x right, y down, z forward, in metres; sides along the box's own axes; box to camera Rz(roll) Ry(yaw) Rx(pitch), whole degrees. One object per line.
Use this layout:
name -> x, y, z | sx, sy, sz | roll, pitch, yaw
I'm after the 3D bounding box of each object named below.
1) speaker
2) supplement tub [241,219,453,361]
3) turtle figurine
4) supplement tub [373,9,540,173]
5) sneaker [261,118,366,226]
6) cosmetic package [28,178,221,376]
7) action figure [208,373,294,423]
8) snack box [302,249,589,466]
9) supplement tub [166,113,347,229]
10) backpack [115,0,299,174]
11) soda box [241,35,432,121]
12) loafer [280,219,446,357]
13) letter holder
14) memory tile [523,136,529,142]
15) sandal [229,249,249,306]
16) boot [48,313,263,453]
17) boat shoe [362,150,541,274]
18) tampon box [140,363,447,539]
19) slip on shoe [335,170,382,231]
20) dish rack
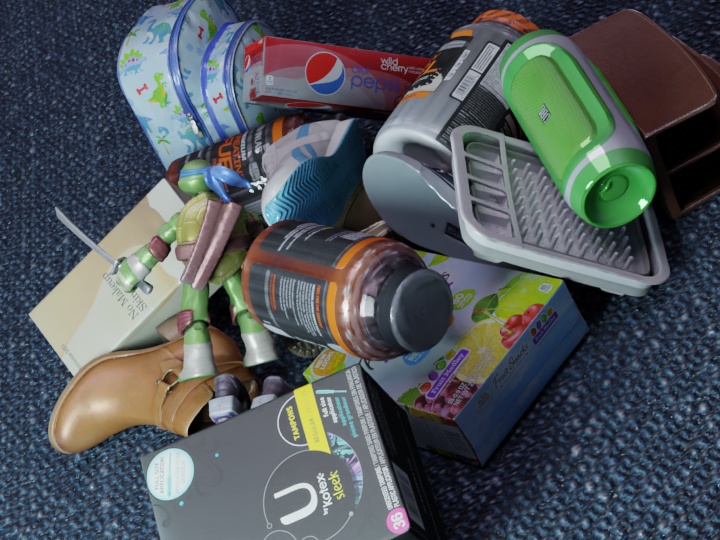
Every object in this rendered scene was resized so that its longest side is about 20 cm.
speaker -> 0.192, -0.129, 1.655 | 0.088, 0.089, 0.201 | -28, 46, 4
supplement tub -> -0.010, 0.019, 1.613 | 0.107, 0.107, 0.199 | -46, 34, -22
turtle figurine -> -0.153, 0.002, 1.740 | 0.199, 0.196, 0.143 | -15, -4, 33
supplement tub -> 0.108, -0.158, 1.830 | 0.122, 0.123, 0.201 | 2, 45, 40
sneaker -> -0.059, -0.085, 1.782 | 0.080, 0.077, 0.200 | -4, 21, 21
cosmetic package -> -0.225, 0.017, 1.864 | 0.200, 0.071, 0.105 | -45, 66, 5
action figure -> -0.105, 0.182, 1.637 | 0.129, 0.070, 0.201 | -8, 43, 20
snack box -> 0.073, 0.072, 1.635 | 0.199, 0.068, 0.169 | 10, 52, 48
supplement tub -> -0.097, -0.098, 1.944 | 0.198, 0.107, 0.107 | -20, 34, 17
backpack -> -0.163, -0.205, 2.057 | 0.146, 0.201, 0.184 | -13, 35, 30
soda box -> -0.021, -0.199, 1.951 | 0.070, 0.198, 0.064 | 171, 102, -66
loafer -> 0.000, 0.000, 1.778 | 0.199, 0.076, 0.068 | -35, 29, -1
letter holder -> 0.298, -0.165, 1.728 | 0.141, 0.101, 0.200 | -28, 37, 0
memory tile -> 0.168, -0.095, 1.825 | 0.152, 0.017, 0.201 | -24, 33, 11
sandal -> -0.086, -0.005, 1.815 | 0.081, 0.054, 0.200 | -54, 10, -24
boot -> -0.197, 0.129, 1.774 | 0.200, 0.074, 0.155 | -41, 38, -10
boat shoe -> 0.099, -0.055, 1.719 | 0.199, 0.071, 0.091 | 34, 36, 21
tampon box -> -0.050, 0.194, 1.474 | 0.198, 0.126, 0.151 | -24, 61, 9
slip on shoe -> 0.028, -0.075, 1.862 | 0.060, 0.076, 0.200 | -2, 35, 42
dish rack -> 0.170, -0.046, 1.645 | 0.198, 0.044, 0.172 | 14, 36, -13
